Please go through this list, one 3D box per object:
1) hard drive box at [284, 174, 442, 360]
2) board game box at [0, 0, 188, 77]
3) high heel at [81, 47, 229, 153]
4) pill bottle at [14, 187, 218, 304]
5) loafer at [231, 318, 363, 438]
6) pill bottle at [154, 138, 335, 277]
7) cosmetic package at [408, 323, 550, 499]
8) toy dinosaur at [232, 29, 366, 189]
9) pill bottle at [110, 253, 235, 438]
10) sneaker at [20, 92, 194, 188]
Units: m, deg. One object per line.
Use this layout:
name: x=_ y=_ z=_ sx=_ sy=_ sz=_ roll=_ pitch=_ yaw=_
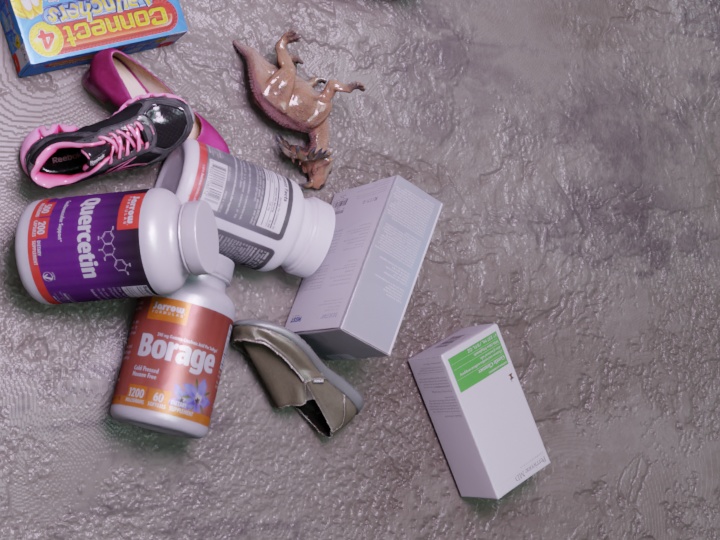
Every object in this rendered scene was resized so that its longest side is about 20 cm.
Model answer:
hard drive box: x=0.000 y=0.000 z=1.367 sx=0.076 sy=0.155 sz=0.202 roll=29 pitch=71 yaw=-24
board game box: x=-0.320 y=-0.341 z=1.281 sx=0.198 sy=0.056 sz=0.199 roll=-20 pitch=94 yaw=-30
high heel: x=-0.223 y=-0.186 z=1.295 sx=0.199 sy=0.096 sz=0.068 roll=37 pitch=67 yaw=-21
pill bottle: x=-0.256 y=-0.027 z=1.196 sx=0.197 sy=0.112 sz=0.114 roll=-5 pitch=85 yaw=11
loafer: x=-0.080 y=0.131 z=1.350 sx=0.199 sy=0.075 sz=0.070 roll=40 pitch=62 yaw=-20
pill bottle: x=-0.137 y=-0.067 z=1.319 sx=0.198 sy=0.115 sz=0.118 roll=21 pitch=74 yaw=-26
cosmetic package: x=0.155 y=0.185 z=1.475 sx=0.107 sy=0.084 sz=0.202 roll=-27 pitch=96 yaw=-32
toy dinosaur: x=-0.087 y=-0.202 z=1.387 sx=0.199 sy=0.086 sz=0.136 roll=37 pitch=74 yaw=-15
pill bottle: x=-0.204 y=0.079 z=1.264 sx=0.111 sy=0.112 sz=0.203 roll=19 pitch=75 yaw=-26
sneaker: x=-0.273 y=-0.134 z=1.224 sx=0.197 sy=0.095 sz=0.080 roll=-20 pitch=110 yaw=-5
